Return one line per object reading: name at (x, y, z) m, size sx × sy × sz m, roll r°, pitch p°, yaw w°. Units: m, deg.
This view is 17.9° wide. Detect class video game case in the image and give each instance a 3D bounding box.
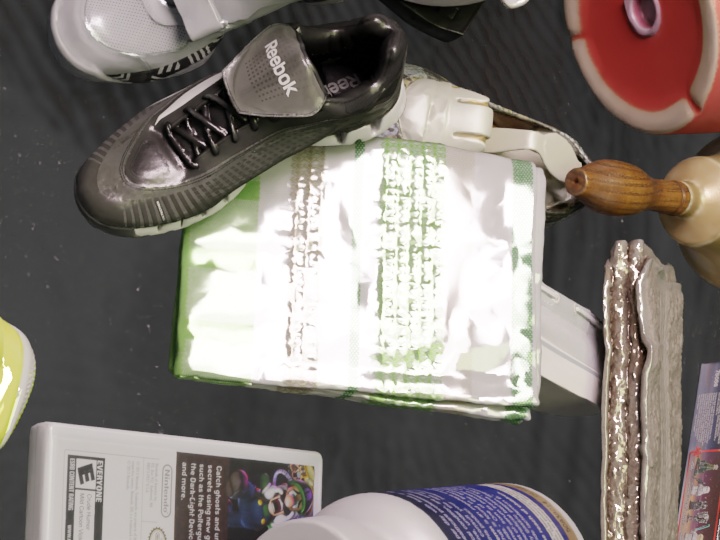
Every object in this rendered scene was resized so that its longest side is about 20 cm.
video game case at (-0.095, 0.186, 1.172) m, size 0.181 × 0.023 × 0.202 m, roll 10°, pitch 76°, yaw -41°

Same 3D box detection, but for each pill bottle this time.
pill bottle at (0.029, 0.172, 1.198) m, size 0.199 × 0.115 × 0.117 m, roll 4°, pitch 81°, yaw -55°

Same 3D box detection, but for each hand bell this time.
hand bell at (0.184, -0.046, 1.382) m, size 0.199 × 0.104 × 0.105 m, roll 7°, pitch 78°, yaw -51°

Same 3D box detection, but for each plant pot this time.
plant pot at (0.236, -0.173, 1.424) m, size 0.176 × 0.200 × 0.202 m, roll -17°, pitch 95°, yaw -32°

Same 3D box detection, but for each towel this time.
towel at (0.172, 0.088, 1.383) m, size 0.132 × 0.034 × 0.202 m, roll 27°, pitch 64°, yaw -70°
towel at (0.000, 0.000, 1.224) m, size 0.198 × 0.031 × 0.151 m, roll 7°, pitch 70°, yaw -11°

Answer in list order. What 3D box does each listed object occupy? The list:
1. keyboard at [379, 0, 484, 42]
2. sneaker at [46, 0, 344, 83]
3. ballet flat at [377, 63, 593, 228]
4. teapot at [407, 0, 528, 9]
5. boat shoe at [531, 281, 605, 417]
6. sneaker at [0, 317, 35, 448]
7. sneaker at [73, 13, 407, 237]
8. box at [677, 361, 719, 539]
keyboard at (0.073, -0.210, 1.386) m, size 0.104 × 0.040 × 0.201 m, roll 36°, pitch 60°, yaw -6°
sneaker at (-0.063, -0.160, 1.153) m, size 0.199 × 0.115 × 0.076 m, roll -22°, pitch 83°, yaw -14°
ballet flat at (0.065, -0.077, 1.326) m, size 0.199 × 0.072 × 0.073 m, roll 20°, pitch 71°, yaw -38°
teapot at (0.063, -0.255, 1.277) m, size 0.197 × 0.146 × 0.201 m, roll -39°, pitch 97°, yaw -34°
boat shoe at (0.080, 0.020, 1.323) m, size 0.199 × 0.072 × 0.069 m, roll 29°, pitch 62°, yaw -35°
sneaker at (-0.226, 0.098, 1.043) m, size 0.105 × 0.076 × 0.201 m, roll 30°, pitch 57°, yaw -22°
sneaker at (-0.057, -0.083, 1.173) m, size 0.199 × 0.091 × 0.067 m, roll -25°, pitch 73°, yaw -22°
box at (0.261, 0.175, 1.484) m, size 0.136 × 0.040 × 0.202 m, roll 27°, pitch 66°, yaw -38°
